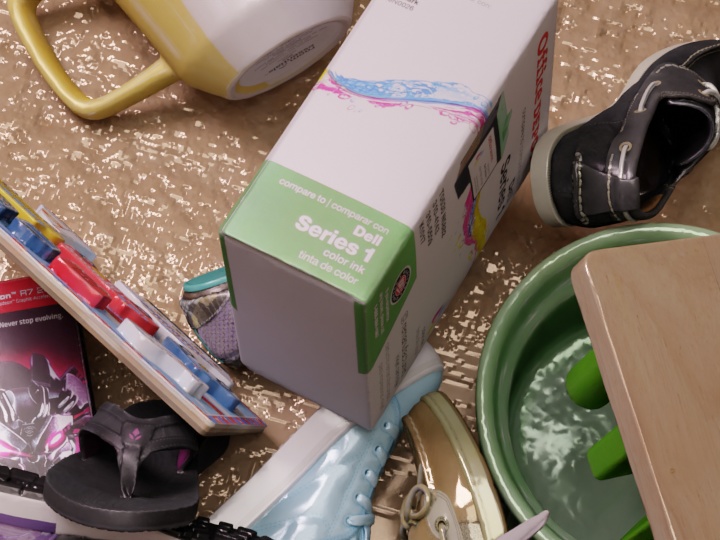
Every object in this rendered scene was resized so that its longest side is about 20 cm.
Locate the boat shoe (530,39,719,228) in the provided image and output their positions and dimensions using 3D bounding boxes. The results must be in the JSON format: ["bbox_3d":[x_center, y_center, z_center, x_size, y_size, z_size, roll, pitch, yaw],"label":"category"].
[{"bbox_3d":[0.172,-0.076,1.147,0.200,0.068,0.072,-35,113,-45],"label":"boat shoe"}]

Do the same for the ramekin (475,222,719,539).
[{"bbox_3d":[0.155,0.085,1.101,0.199,0.098,0.200,1,69,-3],"label":"ramekin"}]

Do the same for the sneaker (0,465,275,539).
[{"bbox_3d":[-0.115,0.161,1.028,0.200,0.076,0.088,14,92,9],"label":"sneaker"}]

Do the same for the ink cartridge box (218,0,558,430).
[{"bbox_3d":[0.018,-0.044,1.047,0.084,0.145,0.200,26,65,15],"label":"ink cartridge box"}]

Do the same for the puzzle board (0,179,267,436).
[{"bbox_3d":[-0.133,0.012,1.071,0.200,0.151,0.017,42,93,8],"label":"puzzle board"}]

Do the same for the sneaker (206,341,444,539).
[{"bbox_3d":[-0.016,0.127,1.095,0.200,0.074,0.082,-44,82,-7],"label":"sneaker"}]

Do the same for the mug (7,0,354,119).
[{"bbox_3d":[-0.090,-0.173,1.190,0.149,0.187,0.153,-24,78,-46],"label":"mug"}]

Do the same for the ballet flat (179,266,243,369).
[{"bbox_3d":[0.000,0.000,1.152,0.200,0.072,0.072,-25,72,-12],"label":"ballet flat"}]

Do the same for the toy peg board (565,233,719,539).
[{"bbox_3d":[0.204,0.089,1.012,0.199,0.098,0.200,-7,69,-23],"label":"toy peg board"}]

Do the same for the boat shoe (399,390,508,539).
[{"bbox_3d":[0.047,0.160,1.043,0.063,0.073,0.201,-14,79,-3],"label":"boat shoe"}]

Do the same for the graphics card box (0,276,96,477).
[{"bbox_3d":[-0.198,0.106,1.101,0.125,0.051,0.200,-9,70,-7],"label":"graphics card box"}]

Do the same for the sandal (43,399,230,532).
[{"bbox_3d":[-0.109,0.084,1.039,0.075,0.200,0.048,7,101,3],"label":"sandal"}]

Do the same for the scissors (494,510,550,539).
[{"bbox_3d":[0.018,0.168,1.021,0.014,0.200,0.073,24,24,-33],"label":"scissors"}]
